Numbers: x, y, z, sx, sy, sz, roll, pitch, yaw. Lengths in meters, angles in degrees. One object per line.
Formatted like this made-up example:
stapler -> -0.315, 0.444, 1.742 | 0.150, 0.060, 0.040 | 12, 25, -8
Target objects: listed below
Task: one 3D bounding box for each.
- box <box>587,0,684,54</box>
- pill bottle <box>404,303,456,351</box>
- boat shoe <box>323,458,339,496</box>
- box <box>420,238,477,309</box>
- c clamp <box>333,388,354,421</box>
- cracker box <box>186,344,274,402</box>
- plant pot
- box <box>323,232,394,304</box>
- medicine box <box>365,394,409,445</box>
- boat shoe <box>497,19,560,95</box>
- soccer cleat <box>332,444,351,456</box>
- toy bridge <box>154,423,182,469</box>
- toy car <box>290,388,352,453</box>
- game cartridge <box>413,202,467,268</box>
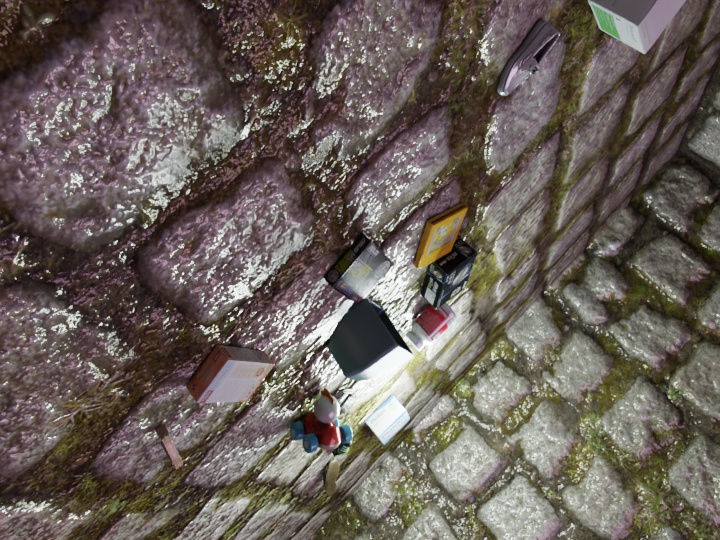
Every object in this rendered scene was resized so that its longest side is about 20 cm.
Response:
box -> 0.757, -0.746, 1.459 | 0.197, 0.171, 0.202 | 5, 124, -56
pill bottle -> 0.268, 0.211, 2.084 | 0.199, 0.112, 0.113 | -43, 153, -6
boat shoe -> -0.146, 0.963, 2.535 | 0.072, 0.064, 0.206 | -7, 116, -36
box -> 0.311, 0.015, 1.915 | 0.162, 0.086, 0.203 | -31, 149, -28
c clamp -> -0.088, 0.523, 2.084 | 0.168, 0.027, 0.202 | 2, 127, -50
cracker box -> -0.323, 0.263, 1.361 | 0.135, 0.058, 0.199 | -51, 154, 7
plant pot -> 0.016, 0.232, 1.677 | 0.199, 0.198, 0.196 | -39, 154, 5
box -> 0.000, 0.000, 1.492 | 0.161, 0.044, 0.200 | -48, 153, 2
medicine box -> 0.131, 0.708, 2.553 | 0.181, 0.103, 0.201 | -41, 153, -10
boat shoe -> 0.429, -0.534, 1.381 | 0.073, 0.067, 0.203 | -4, 130, -52
soccer cleat -> -0.084, 0.757, 2.356 | 0.079, 0.068, 0.203 | -17, 143, -22
toy bridge -> -0.484, 0.467, 1.386 | 0.027, 0.067, 0.203 | -29, 148, -27
toy car -> -0.131, 0.503, 1.897 | 0.180, 0.175, 0.207 | -1, 102, -37
game cartridge -> 0.256, -0.107, 1.736 | 0.174, 0.032, 0.203 | -28, 146, -32
